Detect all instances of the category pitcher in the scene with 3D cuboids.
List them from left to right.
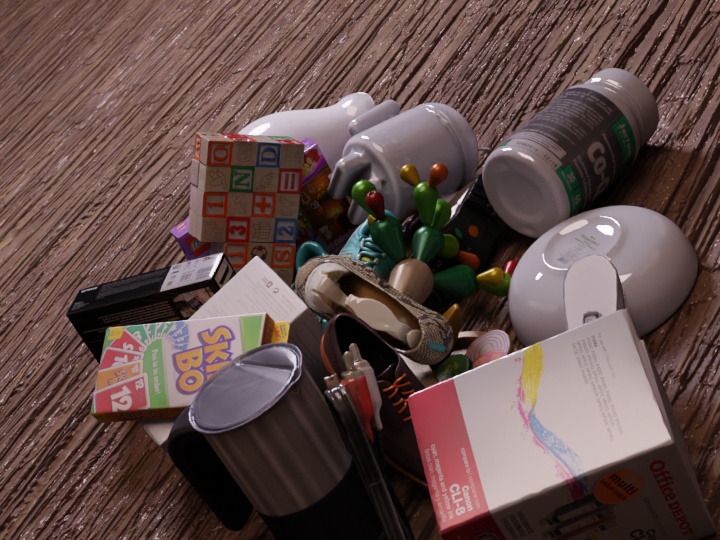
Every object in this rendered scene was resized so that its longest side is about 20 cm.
[{"bbox_3d":[-0.083,-0.152,2.077,0.199,0.122,0.171,-27,7,-19],"label":"pitcher"}]

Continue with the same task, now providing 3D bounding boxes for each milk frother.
[{"bbox_3d":[-0.089,0.207,1.424,0.179,0.189,0.201,-23,28,17],"label":"milk frother"}]

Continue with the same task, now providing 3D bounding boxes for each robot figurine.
[{"bbox_3d":[0.058,-0.126,1.874,0.199,0.170,0.113,-28,-18,-29],"label":"robot figurine"}]

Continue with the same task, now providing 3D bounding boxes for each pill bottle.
[{"bbox_3d":[0.233,-0.132,1.744,0.113,0.114,0.200,8,40,47],"label":"pill bottle"}]

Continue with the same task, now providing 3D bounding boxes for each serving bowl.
[{"bbox_3d":[0.233,-0.003,1.601,0.199,0.066,0.201,-22,30,14],"label":"serving bowl"}]

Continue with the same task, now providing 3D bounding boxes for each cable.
[{"bbox_3d":[0.018,0.163,1.392,0.050,0.201,0.097,-24,-4,1],"label":"cable"}]

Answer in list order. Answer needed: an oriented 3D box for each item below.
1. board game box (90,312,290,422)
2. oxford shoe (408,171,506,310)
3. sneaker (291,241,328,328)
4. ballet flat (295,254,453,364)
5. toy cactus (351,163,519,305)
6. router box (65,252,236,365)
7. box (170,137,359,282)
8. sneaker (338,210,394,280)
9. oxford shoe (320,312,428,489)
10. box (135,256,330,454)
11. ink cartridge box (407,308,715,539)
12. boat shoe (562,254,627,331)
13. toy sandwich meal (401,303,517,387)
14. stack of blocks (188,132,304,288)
[{"bbox_3d":[-0.166,0.095,1.557,0.198,0.030,0.096,-5,60,20],"label":"board game box"},{"bbox_3d":[0.100,-0.023,1.764,0.200,0.073,0.084,-49,9,-25],"label":"oxford shoe"},{"bbox_3d":[-0.051,0.042,1.763,0.077,0.080,0.201,-24,31,11],"label":"sneaker"},{"bbox_3d":[0.000,0.031,1.555,0.199,0.075,0.068,28,95,32],"label":"ballet flat"},{"bbox_3d":[0.072,-0.016,1.638,0.102,0.200,0.166,-36,20,46],"label":"toy cactus"},{"bbox_3d":[-0.208,0.071,1.783,0.198,0.150,0.051,-13,33,26],"label":"router box"},{"bbox_3d":[-0.106,-0.044,1.883,0.199,0.137,0.039,-35,26,-10],"label":"box"},{"bbox_3d":[0.000,0.000,1.700,0.080,0.077,0.200,-61,7,30],"label":"sneaker"},{"bbox_3d":[0.031,0.123,1.466,0.071,0.200,0.073,-40,-13,-13],"label":"oxford shoe"},{"bbox_3d":[-0.128,0.107,1.626,0.200,0.125,0.097,-43,53,-5],"label":"box"},{"bbox_3d":[0.165,0.156,1.303,0.199,0.146,0.145,-23,45,10],"label":"ink cartridge box"},{"bbox_3d":[0.217,0.094,1.461,0.074,0.086,0.204,-9,64,23],"label":"boat shoe"},{"bbox_3d":[0.060,0.111,1.567,0.204,0.071,0.206,-22,30,13],"label":"toy sandwich meal"},{"bbox_3d":[-0.134,-0.051,1.814,0.114,0.202,0.059,0,13,-21],"label":"stack of blocks"}]
